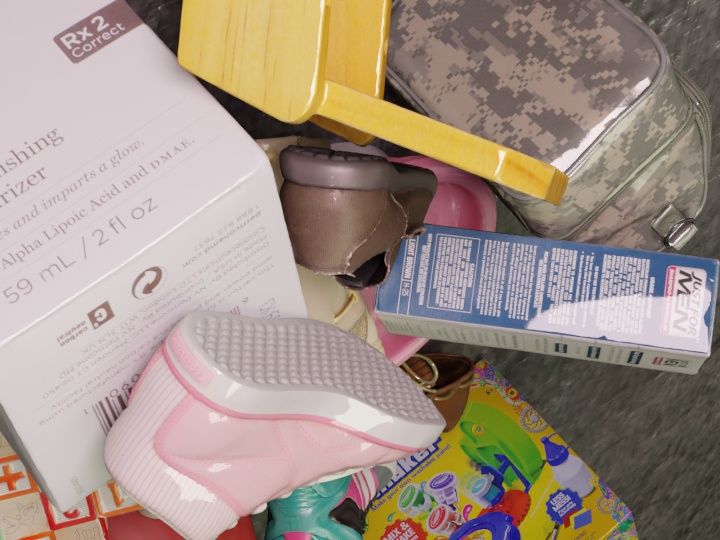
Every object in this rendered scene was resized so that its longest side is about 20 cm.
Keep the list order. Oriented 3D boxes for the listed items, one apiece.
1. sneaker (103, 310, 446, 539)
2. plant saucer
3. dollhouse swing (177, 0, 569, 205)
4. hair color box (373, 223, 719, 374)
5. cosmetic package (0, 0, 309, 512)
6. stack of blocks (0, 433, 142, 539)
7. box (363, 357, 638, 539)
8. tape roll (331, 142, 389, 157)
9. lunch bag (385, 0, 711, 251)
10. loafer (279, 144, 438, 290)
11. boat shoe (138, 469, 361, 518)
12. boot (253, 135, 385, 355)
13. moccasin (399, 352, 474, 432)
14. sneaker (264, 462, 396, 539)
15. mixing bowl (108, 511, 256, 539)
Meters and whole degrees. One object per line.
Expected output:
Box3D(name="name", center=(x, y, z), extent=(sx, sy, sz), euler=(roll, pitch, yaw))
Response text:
Box3D(name="sneaker", center=(-0.047, 0.083, 0.910), extent=(0.200, 0.075, 0.105), euler=(13, 119, -52))
Box3D(name="plant saucer", center=(0.000, 0.000, 1.215), extent=(0.200, 0.051, 0.201), euler=(-30, 147, -22))
Box3D(name="dollhouse swing", center=(0.021, -0.132, 0.902), extent=(0.200, 0.175, 0.183), euler=(-1, 97, -80))
Box3D(name="hair color box", center=(0.113, 0.017, 1.115), extent=(0.100, 0.199, 0.061), euler=(57, 41, -79))
Box3D(name="cosmetic package", center=(-0.152, -0.027, 0.916), extent=(0.164, 0.200, 0.165), euler=(-35, 151, -15))
Box3D(name="stack of blocks", center=(-0.178, 0.114, 1.094), extent=(0.199, 0.059, 0.116), euler=(-14, 118, -5))
Box3D(name="box", center=(0.099, 0.222, 1.549), extent=(0.200, 0.193, 0.122), euler=(-40, 151, -8))
Box3D(name="tape roll", center=(-0.041, 0.001, 1.254), extent=(0.202, 0.037, 0.203), euler=(-31, 149, -21))
Box3D(name="lunch bag", center=(0.122, -0.105, 1.160), extent=(0.139, 0.200, 0.168), euler=(-44, 145, 1))
Box3D(name="loafer", center=(-0.008, -0.026, 0.983), extent=(0.200, 0.073, 0.072), euler=(1, 98, -76))
Box3D(name="boat shoe", center=(-0.063, 0.116, 1.271), extent=(0.199, 0.072, 0.060), euler=(-13, 107, -15))
Box3D(name="boot", center=(-0.064, 0.006, 1.033), extent=(0.200, 0.072, 0.157), euler=(-18, 98, -53))
Box3D(name="moccasin", center=(0.027, 0.088, 1.412), extent=(0.201, 0.074, 0.078), euler=(8, 114, -51))
Box3D(name="sneaker", center=(-0.021, 0.190, 1.404), extent=(0.200, 0.083, 0.122), euler=(27, 63, -67))
Box3D(name="mixing bowl", center=(-0.149, 0.226, 1.337), extent=(0.199, 0.108, 0.201), euler=(-30, 147, -22))
